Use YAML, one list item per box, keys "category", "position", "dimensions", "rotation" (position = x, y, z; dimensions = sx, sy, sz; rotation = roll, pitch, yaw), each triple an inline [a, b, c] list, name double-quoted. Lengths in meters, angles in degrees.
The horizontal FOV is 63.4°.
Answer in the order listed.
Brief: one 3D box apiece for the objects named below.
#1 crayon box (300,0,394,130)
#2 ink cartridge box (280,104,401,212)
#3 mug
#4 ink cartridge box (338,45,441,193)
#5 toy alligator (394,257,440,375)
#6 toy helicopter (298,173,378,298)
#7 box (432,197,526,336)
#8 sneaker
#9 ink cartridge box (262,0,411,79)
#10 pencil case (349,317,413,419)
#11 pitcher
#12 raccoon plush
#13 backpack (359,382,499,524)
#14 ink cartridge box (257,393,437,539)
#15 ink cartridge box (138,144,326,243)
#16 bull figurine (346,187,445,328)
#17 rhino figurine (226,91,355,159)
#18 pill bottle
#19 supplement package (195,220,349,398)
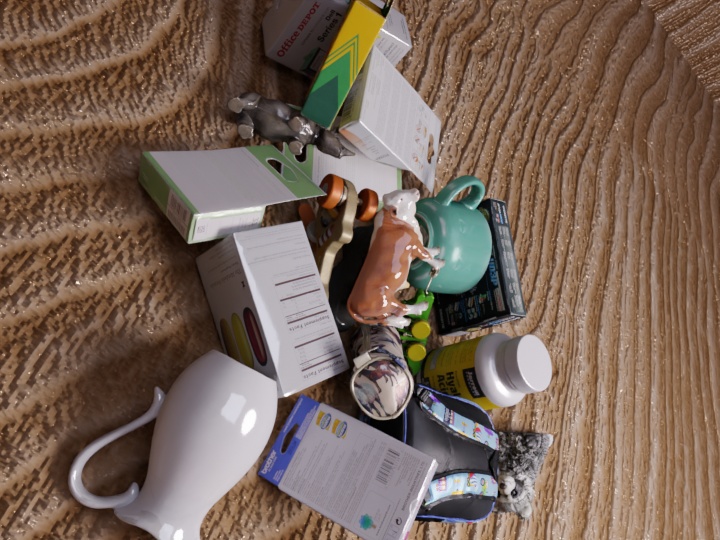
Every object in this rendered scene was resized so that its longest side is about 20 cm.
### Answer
- category: "crayon box"
  position: [-0.018, -0.316, 0.835]
  dimensions: [0.050, 0.201, 0.127]
  rotation: [26, 25, -13]
- category: "ink cartridge box"
  position: [-0.032, -0.179, 0.946]
  dimensions: [0.198, 0.048, 0.147]
  rotation: [7, 67, -16]
- category: "mug"
  position: [0.123, -0.058, 0.960]
  dimensions: [0.114, 0.151, 0.187]
  rotation: [7, 81, -38]
- category: "ink cartridge box"
  position: [0.054, -0.237, 0.948]
  dimensions: [0.200, 0.050, 0.164]
  rotation: [38, 52, -41]
- category: "toy alligator"
  position: [0.081, 0.071, 0.909]
  dimensions: [0.054, 0.202, 0.059]
  rotation: [6, 22, -3]
- category: "toy helicopter"
  position: [-0.054, -0.036, 0.844]
  dimensions: [0.078, 0.132, 0.202]
  rotation: [16, 82, -31]
- category: "box"
  position: [0.190, -0.002, 0.997]
  dimensions: [0.046, 0.158, 0.202]
  rotation: [7, 68, -39]
- category: "sneaker"
  position: [0.000, 0.000, 0.883]
  dimensions: [0.076, 0.090, 0.202]
  rotation: [37, 55, -26]
- category: "ink cartridge box"
  position: [-0.040, -0.383, 0.949]
  dimensions: [0.198, 0.145, 0.085]
  rotation: [16, 52, -35]
- category: "pencil case"
  position: [0.024, 0.124, 0.799]
  dimensions: [0.200, 0.077, 0.090]
  rotation: [-97, 167, -81]
- category: "pitcher"
  position: [-0.194, 0.182, 0.628]
  dimensions: [0.170, 0.121, 0.201]
  rotation: [30, 77, -10]
- category: "raccoon plush"
  position: [0.290, 0.349, 1.001]
  dimensions: [0.198, 0.096, 0.136]
  rotation: [13, 73, -36]
- category: "backpack"
  position: [0.104, 0.267, 0.838]
  dimensions: [0.199, 0.134, 0.185]
  rotation: [22, 60, -32]
- category: "ink cartridge box"
  position: [-0.017, 0.250, 0.729]
  dimensions: [0.120, 0.198, 0.042]
  rotation: [-61, 158, -18]
- category: "ink cartridge box"
  position: [-0.165, -0.108, 0.764]
  dimensions: [0.199, 0.048, 0.145]
  rotation: [-13, 46, -42]
- category: "bull figurine"
  position: [0.053, -0.013, 0.828]
  dimensions: [0.120, 0.065, 0.202]
  rotation: [25, 88, -17]
- category: "rhino figurine"
  position: [-0.097, -0.207, 0.855]
  dimensions: [0.198, 0.060, 0.088]
  rotation: [17, 23, -15]
- category: "pill bottle"
  position: [0.190, 0.159, 0.907]
  dimensions: [0.110, 0.199, 0.113]
  rotation: [16, 63, -34]
- category: "supplement package"
  position: [-0.114, 0.055, 0.749]
  dimensions: [0.109, 0.113, 0.202]
  rotation: [-15, 84, -42]
